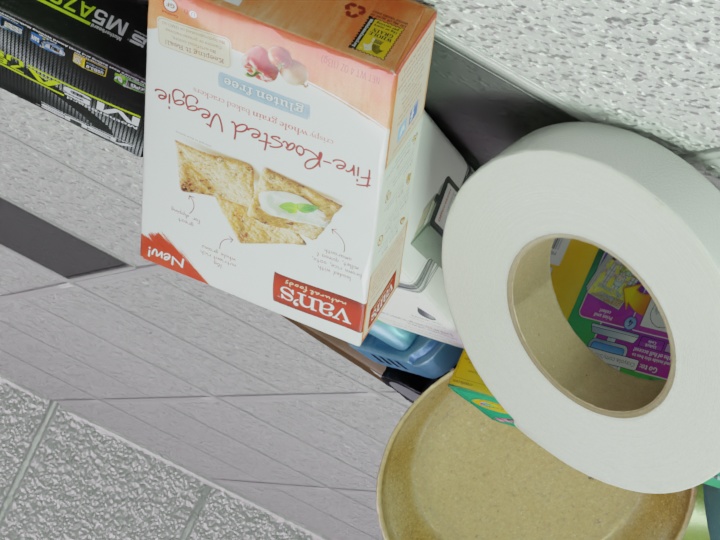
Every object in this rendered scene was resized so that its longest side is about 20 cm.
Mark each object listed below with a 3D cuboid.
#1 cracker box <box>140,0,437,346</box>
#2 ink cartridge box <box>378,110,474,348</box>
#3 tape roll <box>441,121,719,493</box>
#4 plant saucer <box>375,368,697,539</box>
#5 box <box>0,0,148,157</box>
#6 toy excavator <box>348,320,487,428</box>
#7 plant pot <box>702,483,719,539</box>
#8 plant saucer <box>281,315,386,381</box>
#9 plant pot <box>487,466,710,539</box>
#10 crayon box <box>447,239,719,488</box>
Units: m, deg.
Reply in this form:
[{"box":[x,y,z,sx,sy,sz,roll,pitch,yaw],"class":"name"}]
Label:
[{"box":[-0.041,-0.066,1.285,0.133,0.058,0.200,21,139,13],"class":"cracker box"},{"box":[-0.006,-0.039,1.471,0.145,0.084,0.200,18,166,29],"class":"ink cartridge box"},{"box":[0.129,0.021,1.306,0.202,0.037,0.203,26,133,31],"class":"tape roll"},{"box":[0.107,0.127,1.561,0.200,0.201,0.035,28,-159,-16],"class":"plant saucer"},{"box":[-0.200,-0.144,1.498,0.199,0.048,0.193,26,166,-4],"class":"box"},{"box":[0.000,0.000,1.619,0.200,0.100,0.194,36,171,-23],"class":"toy excavator"},{"box":[0.285,0.157,1.461,0.199,0.135,0.200,14,145,11],"class":"plant pot"},{"box":[0.005,0.059,1.921,0.200,0.030,0.200,33,176,2],"class":"plant saucer"},{"box":[0.187,0.137,1.681,0.189,0.201,0.200,10,167,3],"class":"plant pot"},{"box":[0.160,0.045,1.422,0.199,0.119,0.058,15,165,39],"class":"crayon box"}]
